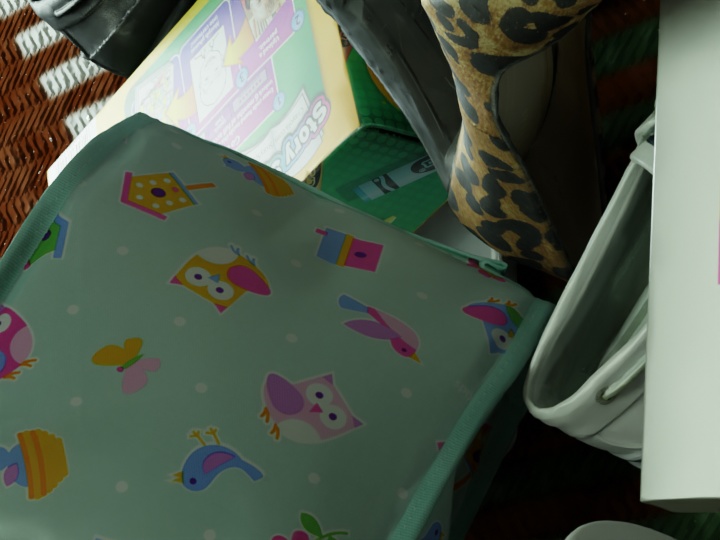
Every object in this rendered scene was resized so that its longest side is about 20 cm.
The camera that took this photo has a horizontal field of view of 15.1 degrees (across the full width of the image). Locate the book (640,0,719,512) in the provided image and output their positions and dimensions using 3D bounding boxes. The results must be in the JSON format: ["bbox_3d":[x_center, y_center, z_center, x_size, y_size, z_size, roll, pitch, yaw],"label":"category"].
[{"bbox_3d":[0.148,-0.033,0.773,0.133,0.048,0.200,-4,76,29],"label":"book"}]

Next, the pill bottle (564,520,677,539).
[{"bbox_3d":[0.047,0.177,0.823,0.200,0.112,0.112,-59,37,24],"label":"pill bottle"}]

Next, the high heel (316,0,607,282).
[{"bbox_3d":[0.073,-0.056,0.854,0.071,0.143,0.200,-45,16,-20],"label":"high heel"}]

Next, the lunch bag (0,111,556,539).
[{"bbox_3d":[-0.045,0.053,0.877,0.200,0.170,0.122,-59,-13,-34],"label":"lunch bag"}]

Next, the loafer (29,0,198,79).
[{"bbox_3d":[-0.072,-0.148,1.036,0.201,0.070,0.068,125,163,-47],"label":"loafer"}]

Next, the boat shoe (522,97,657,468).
[{"bbox_3d":[0.116,-0.027,0.840,0.074,0.067,0.200,40,111,54],"label":"boat shoe"}]

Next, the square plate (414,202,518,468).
[{"bbox_3d":[0.000,0.000,1.036,0.200,0.028,0.198,-25,59,50],"label":"square plate"}]

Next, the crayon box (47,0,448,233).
[{"bbox_3d":[-0.042,-0.039,1.033,0.200,0.058,0.119,-43,46,39],"label":"crayon box"}]
